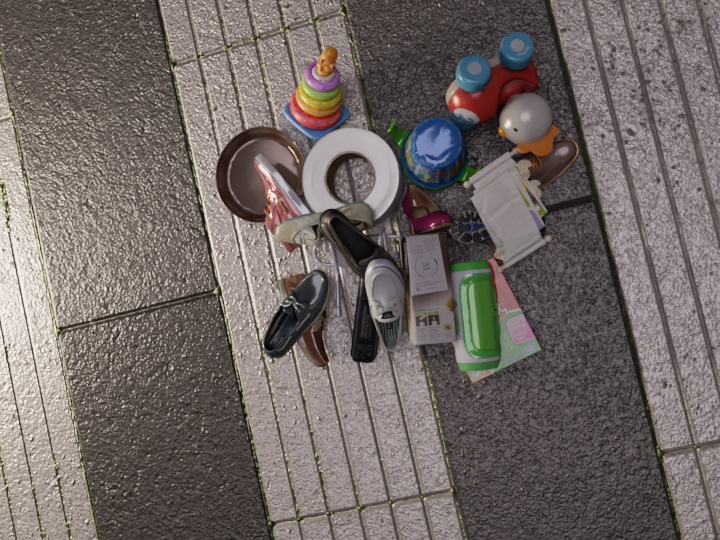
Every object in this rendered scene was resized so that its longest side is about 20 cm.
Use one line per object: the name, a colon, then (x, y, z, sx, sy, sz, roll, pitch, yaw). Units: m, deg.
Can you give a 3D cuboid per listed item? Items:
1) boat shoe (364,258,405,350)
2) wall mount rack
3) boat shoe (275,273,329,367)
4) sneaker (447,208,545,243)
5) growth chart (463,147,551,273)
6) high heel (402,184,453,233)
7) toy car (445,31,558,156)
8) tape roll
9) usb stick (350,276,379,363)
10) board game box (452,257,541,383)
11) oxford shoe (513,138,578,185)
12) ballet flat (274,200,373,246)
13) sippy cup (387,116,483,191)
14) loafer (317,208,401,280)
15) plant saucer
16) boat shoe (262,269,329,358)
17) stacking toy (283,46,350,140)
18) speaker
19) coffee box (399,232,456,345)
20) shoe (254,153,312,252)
boat shoe: (0.054, 0.069, 1.420, 0.073, 0.201, 0.067, -10, 42, 8)
wall mount rack: (0.000, 0.000, 1.524, 0.199, 0.075, 0.175, -4, 121, 12)
boat shoe: (-0.105, 0.099, 1.540, 0.071, 0.076, 0.201, -25, 86, 8)
sneaker: (0.260, -0.090, 1.466, 0.198, 0.089, 0.079, 0, 94, -9)
growth chart: (0.281, -0.115, 1.414, 0.144, 0.018, 0.201, -26, 98, -9)
high heel: (0.122, -0.120, 1.436, 0.067, 0.200, 0.097, -10, 94, -16)
toy car: (0.272, -0.288, 1.385, 0.176, 0.184, 0.201, -28, 75, -6)
tape roll: (-0.015, -0.182, 1.526, 0.201, 0.071, 0.204, 0, 89, 11)
usb stick: (0.016, 0.091, 1.502, 0.055, 0.033, 0.201, 5, 112, -4)
board game box: (0.242, 0.097, 1.484, 0.152, 0.040, 0.201, -28, 84, 10)
oxford shoe: (0.328, -0.193, 1.454, 0.199, 0.073, 0.072, -30, 83, 9)
ballet flat: (-0.071, -0.081, 1.453, 0.199, 0.068, 0.063, -17, 59, 5)
sippy cup: (0.144, -0.232, 1.454, 0.176, 0.130, 0.141, -6, 85, 3)
loafer: (0.001, -0.034, 1.408, 0.200, 0.063, 0.072, 42, 86, -14)
plant saucer: (-0.206, -0.199, 1.585, 0.199, 0.032, 0.202, 0, 90, 11)
boat shoe: (-0.127, 0.084, 1.481, 0.073, 0.062, 0.201, 33, 87, 14)
stacking toy: (-0.076, -0.361, 1.469, 0.110, 0.200, 0.116, 43, 64, 11)
speaker: (0.214, 0.085, 1.427, 0.088, 0.088, 0.202, -6, 88, 11)
coffee box: (0.125, 0.034, 1.423, 0.079, 0.114, 0.202, -5, 89, -4)
shoe: (-0.170, -0.135, 1.524, 0.091, 0.071, 0.200, -39, 87, 3)
